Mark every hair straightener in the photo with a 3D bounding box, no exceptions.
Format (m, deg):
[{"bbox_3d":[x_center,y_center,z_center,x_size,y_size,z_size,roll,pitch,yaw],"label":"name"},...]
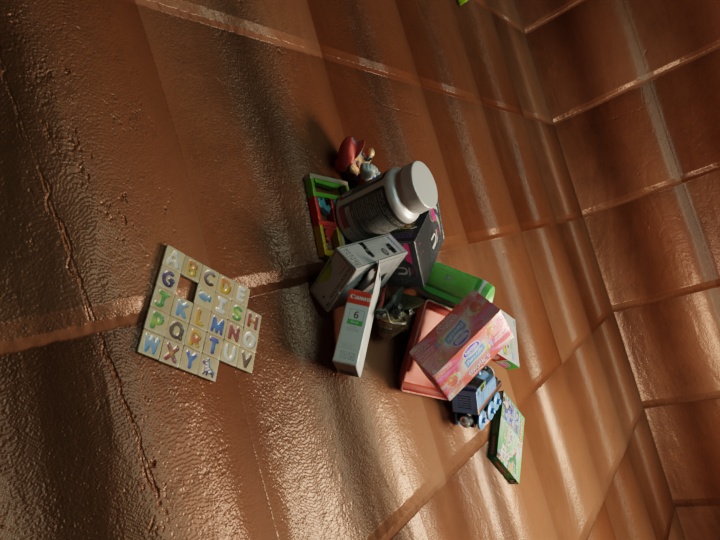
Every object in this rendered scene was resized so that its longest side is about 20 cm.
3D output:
[{"bbox_3d":[0.072,0.068,1.118,0.200,0.074,0.042,-49,150,-78],"label":"hair straightener"}]

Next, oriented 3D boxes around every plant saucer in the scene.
[{"bbox_3d":[0.165,0.182,1.258,0.198,0.036,0.206,22,83,-47],"label":"plant saucer"}]

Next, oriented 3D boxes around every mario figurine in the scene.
[{"bbox_3d":[0.026,-0.217,1.237,0.107,0.122,0.202,-50,123,-23],"label":"mario figurine"}]

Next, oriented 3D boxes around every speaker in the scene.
[{"bbox_3d":[0.212,0.038,1.299,0.088,0.196,0.091,-41,143,-42],"label":"speaker"}]

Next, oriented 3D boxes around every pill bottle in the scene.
[{"bbox_3d":[0.054,-0.139,1.133,0.113,0.196,0.117,26,55,-43],"label":"pill bottle"}]

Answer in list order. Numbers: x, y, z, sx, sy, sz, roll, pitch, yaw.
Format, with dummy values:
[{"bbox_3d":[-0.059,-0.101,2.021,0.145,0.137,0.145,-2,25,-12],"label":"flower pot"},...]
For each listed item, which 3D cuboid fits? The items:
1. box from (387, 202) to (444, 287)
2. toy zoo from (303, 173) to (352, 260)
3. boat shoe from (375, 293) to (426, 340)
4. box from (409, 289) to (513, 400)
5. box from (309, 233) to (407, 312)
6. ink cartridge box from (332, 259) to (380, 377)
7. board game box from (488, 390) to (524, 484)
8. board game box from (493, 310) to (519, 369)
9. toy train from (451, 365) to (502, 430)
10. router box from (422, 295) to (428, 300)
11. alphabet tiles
[{"bbox_3d":[0.118,-0.071,1.278,0.202,0.103,0.125,-60,141,-46],"label":"box"},{"bbox_3d":[-0.052,-0.096,1.160,0.129,0.020,0.207,2,73,-53],"label":"toy zoo"},{"bbox_3d":[0.087,0.100,1.230,0.199,0.070,0.070,-20,123,-59],"label":"boat shoe"},{"bbox_3d":[0.214,0.156,1.169,0.199,0.095,0.103,-42,128,-6],"label":"box"},{"bbox_3d":[0.000,0.000,1.097,0.060,0.118,0.198,45,33,17],"label":"box"},{"bbox_3d":[-0.004,0.088,1.041,0.109,0.049,0.206,81,21,-69],"label":"ink cartridge box"},{"bbox_3d":[0.404,0.457,1.515,0.135,0.029,0.203,51,40,-27],"label":"board game box"},{"bbox_3d":[0.401,0.188,1.621,0.198,0.040,0.157,32,51,-42],"label":"board game box"},{"bbox_3d":[0.291,0.309,1.364,0.198,0.085,0.118,-23,111,-54],"label":"toy train"},{"bbox_3d":[0.238,0.153,1.409,0.155,0.051,0.207,-2,76,-53],"label":"router box"},{"bbox_3d":[-0.235,0.079,0.849,0.198,0.007,0.172,34,50,-40],"label":"alphabet tiles"}]
